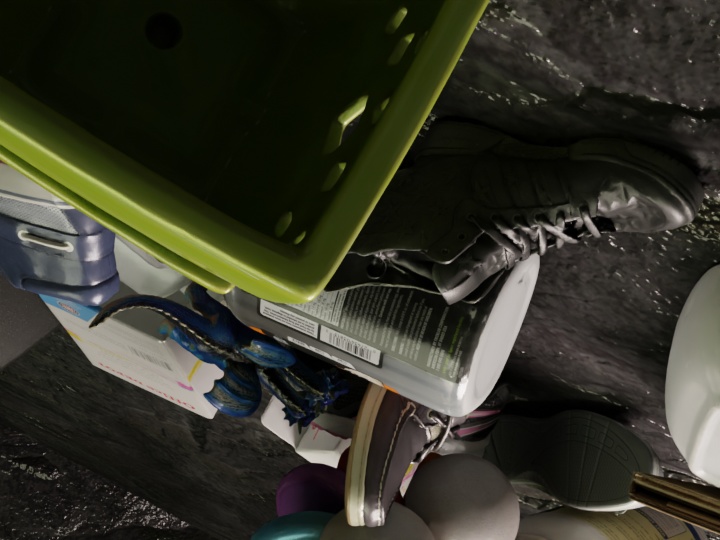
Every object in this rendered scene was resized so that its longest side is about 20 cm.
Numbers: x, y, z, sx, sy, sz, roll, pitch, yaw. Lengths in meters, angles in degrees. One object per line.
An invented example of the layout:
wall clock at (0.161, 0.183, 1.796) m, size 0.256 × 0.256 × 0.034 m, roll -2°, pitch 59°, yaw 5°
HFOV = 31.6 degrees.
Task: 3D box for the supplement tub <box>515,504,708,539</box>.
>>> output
supplement tub at (0.184, 0.259, 1.025) m, size 0.145 × 0.146 × 0.200 m, roll 11°, pitch -172°, yaw 40°

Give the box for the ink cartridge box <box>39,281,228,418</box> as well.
ink cartridge box at (-0.161, 0.022, 1.051) m, size 0.128 × 0.126 × 0.200 m, roll 23°, pitch 159°, yaw 15°

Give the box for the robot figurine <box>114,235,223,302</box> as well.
robot figurine at (-0.159, -0.059, 0.876) m, size 0.200 × 0.113 × 0.170 m, roll 38°, pitch -171°, yaw -26°

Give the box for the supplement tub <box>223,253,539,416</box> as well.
supplement tub at (0.000, 0.000, 0.794) m, size 0.199 × 0.123 × 0.123 m, roll 23°, pitch 159°, yaw 17°

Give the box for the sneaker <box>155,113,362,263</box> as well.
sneaker at (-0.050, -0.057, 0.696) m, size 0.200 × 0.098 × 0.071 m, roll -18°, pitch 133°, yaw 28°

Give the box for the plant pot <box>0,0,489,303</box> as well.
plant pot at (-0.075, -0.110, 0.538) m, size 0.199 × 0.200 × 0.181 m, roll 32°, pitch 167°, yaw -10°

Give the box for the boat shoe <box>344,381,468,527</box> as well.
boat shoe at (0.041, 0.084, 0.848) m, size 0.065 × 0.200 × 0.072 m, roll 13°, pitch 138°, yaw 12°

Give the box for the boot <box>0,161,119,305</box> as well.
boot at (-0.234, -0.041, 0.789) m, size 0.199 × 0.073 × 0.091 m, roll 18°, pitch 121°, yaw 29°

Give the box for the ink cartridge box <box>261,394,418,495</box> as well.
ink cartridge box at (0.027, 0.134, 1.081) m, size 0.200 × 0.117 × 0.067 m, roll 38°, pitch 157°, yaw -24°

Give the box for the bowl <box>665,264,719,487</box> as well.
bowl at (0.266, 0.091, 0.733) m, size 0.199 × 0.075 × 0.200 m, roll 24°, pitch 159°, yaw 17°

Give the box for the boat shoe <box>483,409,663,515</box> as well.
boat shoe at (0.172, 0.152, 1.012) m, size 0.065 × 0.075 × 0.202 m, roll 17°, pitch 168°, yaw -28°

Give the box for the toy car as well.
toy car at (0.005, 0.196, 0.913) m, size 0.150 × 0.200 × 0.175 m, roll 46°, pitch 135°, yaw 25°

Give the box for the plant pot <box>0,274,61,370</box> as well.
plant pot at (-0.330, -0.038, 1.060) m, size 0.199 × 0.178 × 0.200 m, roll 20°, pitch 158°, yaw 25°

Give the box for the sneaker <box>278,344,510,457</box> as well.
sneaker at (0.029, 0.082, 0.987) m, size 0.199 × 0.087 × 0.080 m, roll 17°, pitch -153°, yaw -30°

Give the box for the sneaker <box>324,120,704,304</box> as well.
sneaker at (0.072, -0.021, 0.675) m, size 0.199 × 0.104 × 0.060 m, roll 14°, pitch 155°, yaw 35°

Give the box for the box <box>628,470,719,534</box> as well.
box at (0.295, 0.177, 0.858) m, size 0.163 × 0.021 × 0.200 m, roll 16°, pitch 178°, yaw 39°

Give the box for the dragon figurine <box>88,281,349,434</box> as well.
dragon figurine at (-0.082, 0.056, 0.851) m, size 0.099 × 0.059 × 0.200 m, roll 48°, pitch -167°, yaw 29°
